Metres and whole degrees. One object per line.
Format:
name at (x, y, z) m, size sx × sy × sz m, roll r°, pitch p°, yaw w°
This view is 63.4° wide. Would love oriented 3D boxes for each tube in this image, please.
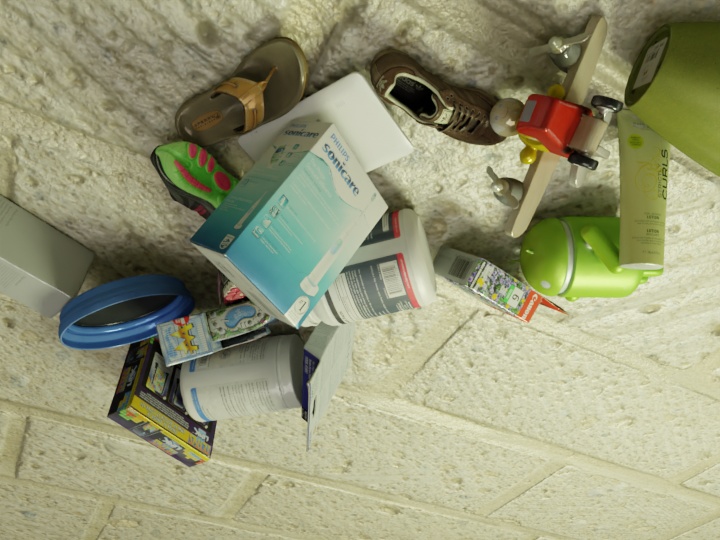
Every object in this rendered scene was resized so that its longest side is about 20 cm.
tube at (0.355, -0.103, 0.732) m, size 0.052 × 0.202 × 0.058 m, roll -1°, pitch 172°, yaw 43°

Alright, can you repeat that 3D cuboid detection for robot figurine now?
robot figurine at (0.323, -0.019, 0.839) m, size 0.198 × 0.117 × 0.176 m, roll 1°, pitch 165°, yaw -2°

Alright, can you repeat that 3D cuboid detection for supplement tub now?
supplement tub at (-0.200, 0.189, 1.026) m, size 0.198 × 0.132 × 0.132 m, roll -8°, pitch 134°, yaw 8°
supplement tub at (0.000, 0.000, 0.838) m, size 0.199 × 0.141 × 0.141 m, roll -13°, pitch 133°, yaw 12°

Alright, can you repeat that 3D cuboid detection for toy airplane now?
toy airplane at (0.222, -0.165, 0.681) m, size 0.140 × 0.200 × 0.200 m, roll 24°, pitch 149°, yaw 20°

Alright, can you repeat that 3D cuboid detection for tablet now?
tablet at (-0.046, -0.161, 0.745) m, size 0.199 × 0.014 × 0.130 m, roll -18°, pitch 133°, yaw 32°

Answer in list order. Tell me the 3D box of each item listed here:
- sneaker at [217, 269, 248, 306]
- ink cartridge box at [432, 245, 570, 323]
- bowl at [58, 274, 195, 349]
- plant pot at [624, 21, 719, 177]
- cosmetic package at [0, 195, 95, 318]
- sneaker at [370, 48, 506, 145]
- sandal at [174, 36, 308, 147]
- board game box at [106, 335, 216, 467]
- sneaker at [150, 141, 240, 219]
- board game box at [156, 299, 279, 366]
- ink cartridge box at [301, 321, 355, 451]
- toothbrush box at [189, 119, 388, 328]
sneaker at (-0.168, 0.002, 0.823) m, size 0.080 × 0.075 × 0.200 m, roll -15°, pitch 177°, yaw -25°
ink cartridge box at (0.212, 0.034, 0.892) m, size 0.199 × 0.109 × 0.051 m, roll 29°, pitch 90°, yaw -25°
bowl at (-0.359, 0.064, 0.900) m, size 0.199 × 0.040 × 0.201 m, roll -22°, pitch 164°, yaw -7°
plant pot at (0.411, -0.195, 0.648) m, size 0.199 × 0.188 × 0.188 m, roll 20°, pitch 133°, yaw 1°
cosmetic package at (-0.498, -0.029, 0.832) m, size 0.074 × 0.102 × 0.200 m, roll -30°, pitch 126°, yaw 26°
sneaker at (0.098, -0.189, 0.700) m, size 0.199 × 0.076 × 0.071 m, roll 20°, pitch 131°, yaw -19°
sandal at (-0.146, -0.199, 0.692) m, size 0.199 × 0.054 × 0.081 m, roll -22°, pitch 114°, yaw 22°
board game box at (-0.338, 0.228, 1.038) m, size 0.056 × 0.166 × 0.200 m, roll -22°, pitch 130°, yaw 20°
sneaker at (-0.205, -0.106, 0.793) m, size 0.083 × 0.077 × 0.200 m, roll 21°, pitch 157°, yaw 35°
board game box at (-0.213, 0.090, 0.876) m, size 0.199 × 0.200 × 0.062 m, roll -16°, pitch 89°, yaw 3°
ink cartridge box at (-0.062, 0.160, 0.954) m, size 0.040 × 0.200 × 0.200 m, roll 18°, pitch 135°, yaw 11°
toothbrush box at (-0.078, -0.058, 0.700) m, size 0.085 × 0.200 × 0.147 m, roll 19°, pitch 157°, yaw 45°
